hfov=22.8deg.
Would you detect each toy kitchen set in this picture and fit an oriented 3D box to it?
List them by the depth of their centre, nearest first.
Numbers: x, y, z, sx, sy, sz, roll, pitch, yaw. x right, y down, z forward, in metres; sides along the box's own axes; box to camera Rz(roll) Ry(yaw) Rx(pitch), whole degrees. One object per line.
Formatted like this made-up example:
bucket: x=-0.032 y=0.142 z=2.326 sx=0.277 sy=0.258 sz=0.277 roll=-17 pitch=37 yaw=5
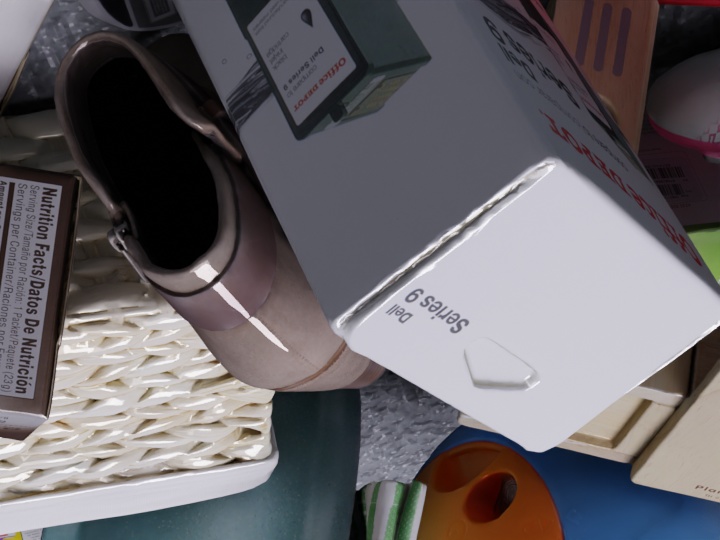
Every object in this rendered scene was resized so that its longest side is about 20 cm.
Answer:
toy kitchen set: x=0.161 y=-0.022 z=0.697 sx=0.198 sy=0.182 sz=0.163 roll=13 pitch=154 yaw=-2

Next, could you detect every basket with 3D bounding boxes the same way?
basket: x=-0.137 y=0.017 z=0.734 sx=0.198 sy=0.136 sz=0.124 roll=-6 pitch=138 yaw=-17

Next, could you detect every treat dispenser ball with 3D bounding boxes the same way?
treat dispenser ball: x=0.107 y=0.152 z=0.819 sx=0.199 sy=0.202 sz=0.202 roll=-12 pitch=143 yaw=-10

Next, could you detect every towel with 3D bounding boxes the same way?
towel: x=-0.010 y=0.170 z=0.809 sx=0.023 sy=0.154 sz=0.200 roll=12 pitch=168 yaw=-6

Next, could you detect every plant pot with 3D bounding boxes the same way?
plant pot: x=-0.085 y=0.139 z=0.840 sx=0.133 sy=0.201 sz=0.201 roll=12 pitch=137 yaw=-6

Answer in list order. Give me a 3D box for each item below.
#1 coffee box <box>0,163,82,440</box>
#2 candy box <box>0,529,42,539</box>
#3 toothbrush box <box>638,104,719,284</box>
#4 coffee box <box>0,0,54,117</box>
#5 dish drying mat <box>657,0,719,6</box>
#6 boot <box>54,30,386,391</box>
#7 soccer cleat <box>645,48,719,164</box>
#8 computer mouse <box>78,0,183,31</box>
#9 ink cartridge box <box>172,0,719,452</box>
coffee box: x=-0.198 y=0.002 z=0.575 sx=0.198 sy=0.080 sz=0.114 roll=9 pitch=170 yaw=-14
candy box: x=-0.157 y=0.102 z=0.918 sx=0.198 sy=0.027 sz=0.103 roll=-12 pitch=144 yaw=-12
toothbrush box: x=0.146 y=0.013 z=0.898 sx=0.144 sy=0.087 sz=0.201 roll=-6 pitch=142 yaw=-17
coffee box: x=-0.206 y=-0.114 z=0.552 sx=0.199 sy=0.114 sz=0.080 roll=9 pitch=136 yaw=-32
dish drying mat: x=0.094 y=-0.136 z=0.661 sx=0.076 sy=0.018 sz=0.199 roll=11 pitch=176 yaw=37
boot: x=-0.057 y=-0.041 z=0.612 sx=0.070 sy=0.200 sz=0.146 roll=-41 pitch=148 yaw=6
soccer cleat: x=0.222 y=-0.103 z=0.813 sx=0.198 sy=0.070 sz=0.087 roll=-8 pitch=126 yaw=-19
computer mouse: x=-0.018 y=-0.151 z=0.653 sx=0.199 sy=0.044 sz=0.110 roll=-22 pitch=148 yaw=-7
ink cartridge box: x=0.021 y=-0.057 z=0.584 sx=0.084 sy=0.201 sz=0.146 roll=-37 pitch=146 yaw=16
